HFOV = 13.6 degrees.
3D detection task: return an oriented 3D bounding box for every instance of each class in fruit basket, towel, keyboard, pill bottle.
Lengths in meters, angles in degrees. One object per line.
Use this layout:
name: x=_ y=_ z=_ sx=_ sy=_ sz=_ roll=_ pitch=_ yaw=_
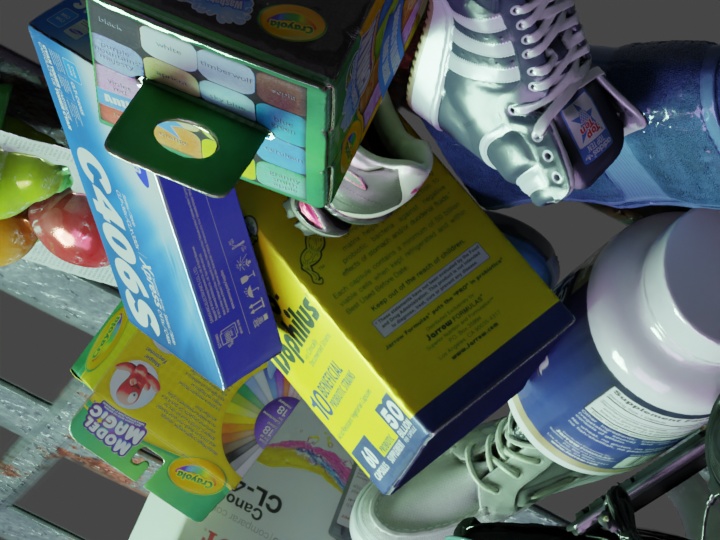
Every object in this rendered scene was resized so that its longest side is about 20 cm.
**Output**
fruit basket: x=-0.195 y=-0.047 z=1.824 sx=0.199 sy=0.094 sz=0.185 roll=11 pitch=158 yaw=-13
towel: x=0.125 y=-0.072 z=1.523 sx=0.199 sy=0.049 sz=0.112 roll=5 pitch=149 yaw=34
keyboard: x=0.211 y=0.085 z=1.669 sx=0.200 sy=0.021 sz=0.127 roll=-35 pitch=168 yaw=23
pill bottle: x=0.161 y=0.034 z=1.629 sx=0.111 sy=0.111 sz=0.200 roll=27 pitch=154 yaw=-9

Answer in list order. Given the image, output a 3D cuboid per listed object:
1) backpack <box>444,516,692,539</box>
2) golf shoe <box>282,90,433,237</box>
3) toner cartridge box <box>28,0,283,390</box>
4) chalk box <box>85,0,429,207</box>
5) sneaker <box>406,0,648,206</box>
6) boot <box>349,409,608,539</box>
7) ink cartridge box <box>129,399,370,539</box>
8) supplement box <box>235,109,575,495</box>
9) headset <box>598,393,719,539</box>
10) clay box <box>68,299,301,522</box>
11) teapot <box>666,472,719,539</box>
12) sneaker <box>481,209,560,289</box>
backpack: x=0.156 y=0.220 z=1.719 sx=0.199 sy=0.154 sz=0.176 roll=-2 pitch=169 yaw=36
golf shoe: x=-0.035 y=-0.114 z=1.506 sx=0.200 sy=0.077 sz=0.088 roll=53 pitch=144 yaw=-10
toner cartridge box: x=-0.104 y=-0.041 z=1.551 sx=0.095 sy=0.043 sz=0.201 roll=31 pitch=146 yaw=45
chalk box: x=-0.048 y=-0.118 z=1.387 sx=0.124 sy=0.201 sz=0.124 roll=23 pitch=157 yaw=9
sneaker: x=0.084 y=-0.107 z=1.412 sx=0.108 sy=0.070 sz=0.200 roll=42 pitch=155 yaw=18
boot: x=0.086 y=0.104 z=1.783 sx=0.074 sy=0.199 sz=0.096 roll=57 pitch=160 yaw=23
ink cartridge box: x=-0.037 y=0.125 z=1.850 sx=0.147 sy=0.201 sz=0.086 roll=30 pitch=155 yaw=-18
supplement box: x=0.000 y=0.000 z=1.607 sx=0.200 sy=0.109 sz=0.109 roll=49 pitch=157 yaw=9
headset: x=0.218 y=0.096 z=1.578 sx=0.200 sy=0.094 sz=0.123 roll=-39 pitch=134 yaw=12
clay box: x=-0.077 y=0.034 z=1.727 sx=0.115 sy=0.200 sz=0.048 roll=38 pitch=180 yaw=-29
teapot: x=0.279 y=0.219 z=1.872 sx=0.196 sy=0.146 sz=0.201 roll=-3 pitch=131 yaw=-11
sneaker: x=0.068 y=0.035 z=1.752 sx=0.066 sy=0.079 sz=0.200 roll=22 pitch=154 yaw=5
